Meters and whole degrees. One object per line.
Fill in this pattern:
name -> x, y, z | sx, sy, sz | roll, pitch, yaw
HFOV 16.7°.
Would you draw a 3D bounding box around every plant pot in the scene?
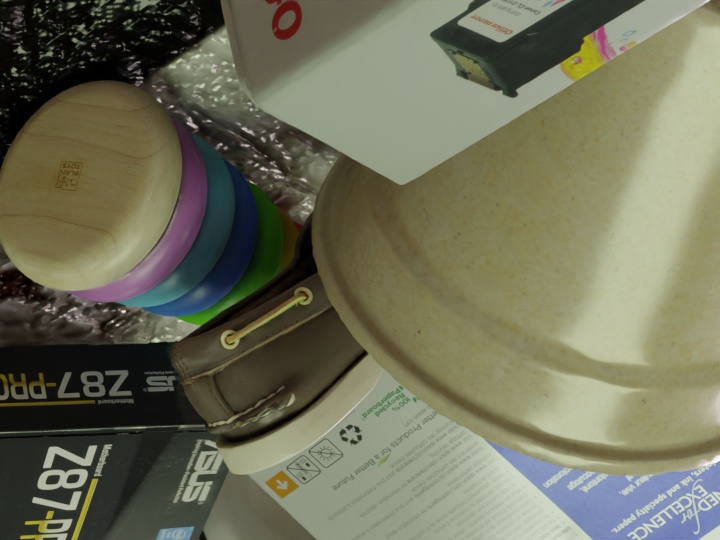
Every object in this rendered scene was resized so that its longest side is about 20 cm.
plant pot -> 0.103, -0.059, 0.908 | 0.200, 0.200, 0.184 | 3, 133, -22

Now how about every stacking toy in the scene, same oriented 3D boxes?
stacking toy -> -0.061, -0.007, 1.024 | 0.085, 0.085, 0.200 | -27, 151, 22

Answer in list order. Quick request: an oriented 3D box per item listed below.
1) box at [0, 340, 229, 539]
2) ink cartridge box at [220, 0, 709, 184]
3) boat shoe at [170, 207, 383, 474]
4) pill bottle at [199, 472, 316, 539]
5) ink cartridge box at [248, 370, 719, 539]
box -> -0.150, 0.102, 1.063 | 0.161, 0.049, 0.200 | -1, 145, -21
ink cartridge box -> 0.051, -0.142, 0.782 | 0.200, 0.146, 0.083 | -30, 145, 27
boat shoe -> 0.000, 0.000, 0.987 | 0.072, 0.200, 0.060 | -15, 113, 51
pill bottle -> -0.040, 0.160, 1.241 | 0.112, 0.112, 0.200 | -2, 146, -15
ink cartridge box -> 0.085, 0.092, 1.094 | 0.198, 0.047, 0.200 | -39, 109, 23
